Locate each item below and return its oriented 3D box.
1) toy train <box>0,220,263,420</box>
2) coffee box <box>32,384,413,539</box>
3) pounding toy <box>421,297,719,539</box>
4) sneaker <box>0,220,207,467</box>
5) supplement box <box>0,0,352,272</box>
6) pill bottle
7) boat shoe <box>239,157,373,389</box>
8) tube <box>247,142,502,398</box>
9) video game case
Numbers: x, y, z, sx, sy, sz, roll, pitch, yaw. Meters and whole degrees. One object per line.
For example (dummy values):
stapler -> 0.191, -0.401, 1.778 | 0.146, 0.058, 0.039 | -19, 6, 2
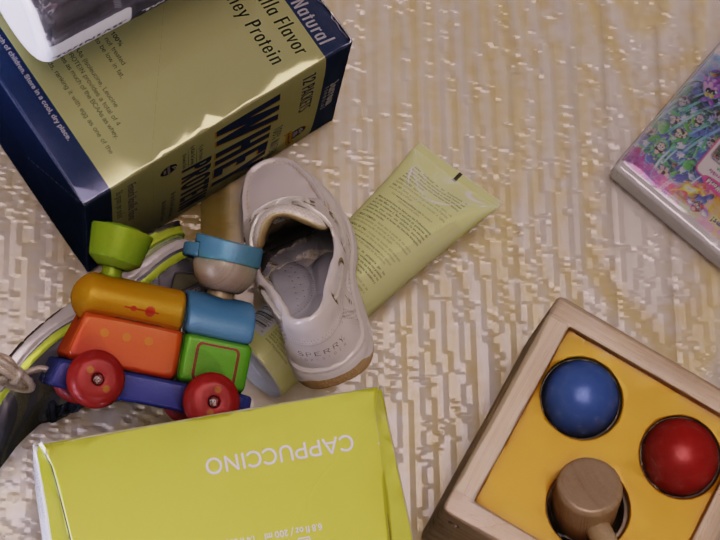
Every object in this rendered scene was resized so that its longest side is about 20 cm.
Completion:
toy train -> -0.157, 0.022, 1.219 | 0.199, 0.085, 0.116 | 13, 85, -16
coffee box -> -0.075, 0.193, 1.184 | 0.198, 0.198, 0.201 | -9, 77, -10
pounding toy -> 0.150, 0.150, 1.261 | 0.183, 0.142, 0.201 | 30, 71, 3
sneaker -> -0.162, 0.058, 1.290 | 0.081, 0.074, 0.200 | 44, 74, 4
supplement box -> -0.146, -0.147, 1.322 | 0.199, 0.134, 0.200 | -33, 79, -15
pill bottle -> -0.126, -0.213, 1.218 | 0.199, 0.106, 0.107 | -30, 78, -14
boat shoe -> -0.039, -0.017, 1.286 | 0.070, 0.070, 0.200 | -24, 42, 0
tube -> 0.000, 0.000, 1.341 | 0.200, 0.052, 0.058 | -44, 104, -19
video game case -> 0.301, -0.067, 1.412 | 0.200, 0.024, 0.182 | 41, 73, 5
